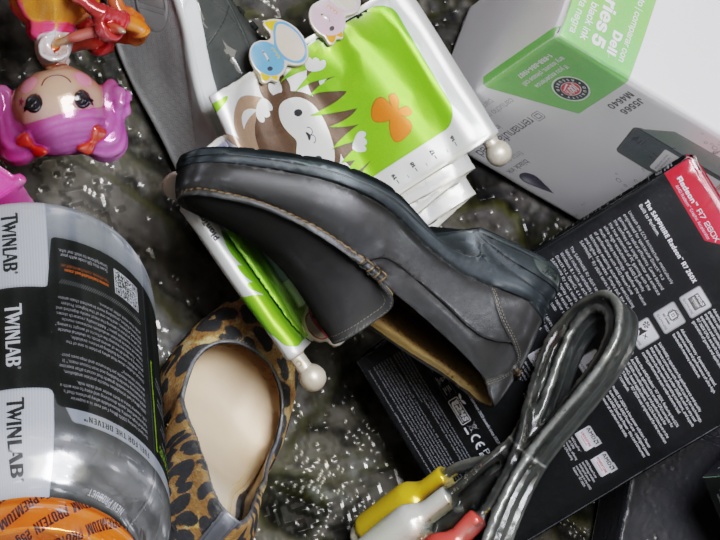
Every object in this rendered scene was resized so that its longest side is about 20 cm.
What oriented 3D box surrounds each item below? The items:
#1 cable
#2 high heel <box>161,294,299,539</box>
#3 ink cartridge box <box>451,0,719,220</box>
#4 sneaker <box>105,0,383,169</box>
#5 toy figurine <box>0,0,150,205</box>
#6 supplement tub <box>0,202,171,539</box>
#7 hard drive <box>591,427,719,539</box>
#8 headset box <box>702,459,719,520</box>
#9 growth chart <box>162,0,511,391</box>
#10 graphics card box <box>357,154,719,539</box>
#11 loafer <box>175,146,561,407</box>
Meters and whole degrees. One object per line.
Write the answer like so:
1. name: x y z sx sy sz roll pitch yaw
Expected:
1. cable: 0.062 0.096 1.356 0.050 0.097 0.200 31 104 -29
2. high heel: -0.053 0.070 1.331 0.071 0.142 0.201 35 63 -14
3. ink cartridge box: 0.159 -0.081 1.478 0.199 0.145 0.084 29 62 -16
4. sneaker: -0.057 -0.105 1.426 0.099 0.071 0.201 -24 91 -33
5. toy figurine: -0.163 -0.111 1.337 0.199 0.150 0.185 -5 89 -11
6. supplement tub: -0.147 0.075 1.250 0.122 0.123 0.201 17 36 -21
7. hard drive: 0.182 0.178 1.479 0.139 0.038 0.201 20 67 -20
8. headset box: 0.294 0.131 1.478 0.200 0.093 0.175 -35 108 -43
9. growth chart: -0.012 -0.056 1.390 0.145 0.018 0.200 50 57 -11
10. graphics card box: 0.113 0.045 1.415 0.199 0.051 0.126 -32 91 7
11. loafer: 0.000 0.000 1.329 0.199 0.073 0.073 22 75 -17
